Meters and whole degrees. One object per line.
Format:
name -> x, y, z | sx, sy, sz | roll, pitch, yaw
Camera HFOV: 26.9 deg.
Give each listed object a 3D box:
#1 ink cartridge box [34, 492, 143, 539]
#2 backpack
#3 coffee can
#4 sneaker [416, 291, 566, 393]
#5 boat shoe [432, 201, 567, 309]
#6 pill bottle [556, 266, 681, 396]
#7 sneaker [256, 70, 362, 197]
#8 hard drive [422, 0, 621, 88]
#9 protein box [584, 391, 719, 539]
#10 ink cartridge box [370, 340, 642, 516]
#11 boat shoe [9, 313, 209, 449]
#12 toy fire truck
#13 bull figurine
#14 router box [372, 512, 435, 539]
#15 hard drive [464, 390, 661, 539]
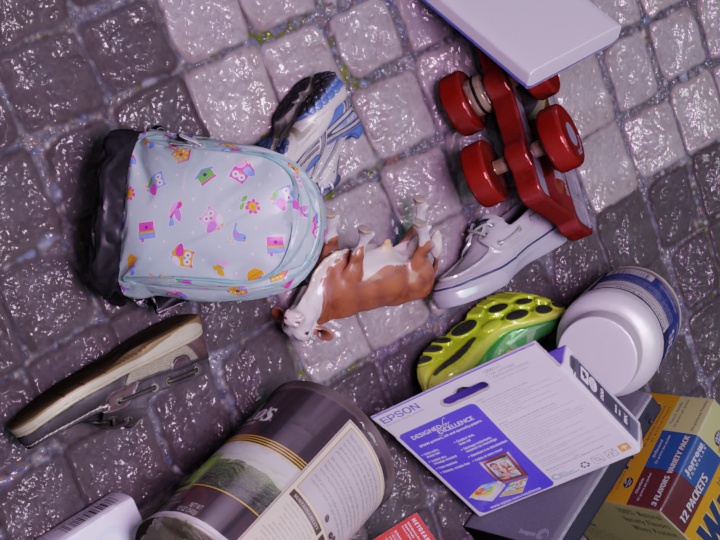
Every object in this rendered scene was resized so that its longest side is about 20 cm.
ink cartridge box -> -0.234, 0.321, 1.315 | 0.159, 0.047, 0.202 | -30, 105, -31
backpack -> -0.129, -0.039, 1.292 | 0.197, 0.127, 0.169 | 5, 91, 8
coffee can -> -0.081, 0.214, 1.332 | 0.200, 0.145, 0.147 | -44, 114, -42
sneaker -> 0.135, 0.086, 1.563 | 0.199, 0.074, 0.084 | -30, 128, -31
boat shoe -> 0.135, -0.025, 1.558 | 0.199, 0.073, 0.067 | -31, 103, -44
pill bottle -> 0.266, 0.067, 1.567 | 0.200, 0.110, 0.112 | -28, 110, -67
sneaker -> -0.060, -0.091, 1.414 | 0.085, 0.077, 0.201 | 49, 65, -29
hard drive -> 0.143, -0.269, 1.496 | 0.131, 0.200, 0.026 | -29, 149, -30
protein box -> 0.335, 0.242, 1.617 | 0.200, 0.198, 0.136 | 43, 68, -27
ink cartridge box -> 0.144, 0.147, 1.480 | 0.200, 0.197, 0.044 | 44, 33, -34
boat shoe -> -0.210, 0.107, 1.314 | 0.200, 0.071, 0.067 | -33, 104, -34
toy fire truck -> 0.174, -0.139, 1.547 | 0.168, 0.111, 0.202 | 28, 43, -57
bull figurine -> 0.000, 0.000, 1.451 | 0.199, 0.065, 0.123 | -14, 132, -41
router box -> 0.013, 0.343, 1.403 | 0.178, 0.049, 0.201 | -31, 133, -8
hard drive -> 0.210, 0.207, 1.565 | 0.033, 0.139, 0.201 | 48, 66, -26
